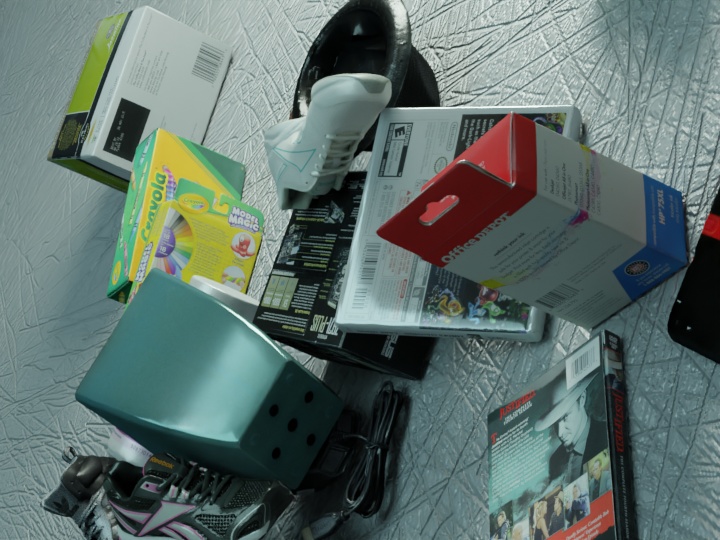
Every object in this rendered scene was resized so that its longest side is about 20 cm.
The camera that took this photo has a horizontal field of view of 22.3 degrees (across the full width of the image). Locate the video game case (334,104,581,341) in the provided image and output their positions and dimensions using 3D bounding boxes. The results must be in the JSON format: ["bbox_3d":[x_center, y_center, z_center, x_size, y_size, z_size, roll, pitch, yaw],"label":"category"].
[{"bbox_3d":[0.080,-0.041,1.494,0.180,0.023,0.202,2,68,29],"label":"video game case"}]

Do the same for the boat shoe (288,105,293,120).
[{"bbox_3d":[-0.031,-0.172,1.870,0.201,0.070,0.070,-62,21,-4],"label":"boat shoe"}]

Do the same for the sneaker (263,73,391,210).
[{"bbox_3d":[-0.025,-0.114,1.619,0.200,0.070,0.081,141,128,-58],"label":"sneaker"}]

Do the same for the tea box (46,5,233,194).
[{"bbox_3d":[-0.281,-0.210,2.309,0.196,0.133,0.202,7,76,63],"label":"tea box"}]

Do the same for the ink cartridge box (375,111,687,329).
[{"bbox_3d":[0.122,-0.040,1.308,0.116,0.199,0.068,-38,38,45],"label":"ink cartridge box"}]

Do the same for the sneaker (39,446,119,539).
[{"bbox_3d":[-0.286,0.276,1.955,0.076,0.113,0.201,-49,31,34],"label":"sneaker"}]

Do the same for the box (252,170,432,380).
[{"bbox_3d":[0.000,0.000,1.646,0.200,0.086,0.165,5,73,63],"label":"box"}]

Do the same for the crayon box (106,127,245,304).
[{"bbox_3d":[-0.205,-0.045,2.047,0.058,0.118,0.202,-32,43,50],"label":"crayon box"}]

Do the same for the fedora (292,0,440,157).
[{"bbox_3d":[0.017,-0.171,1.742,0.200,0.091,0.202,-38,42,43],"label":"fedora"}]

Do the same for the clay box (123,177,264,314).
[{"bbox_3d":[-0.182,0.014,1.961,0.047,0.114,0.202,-12,58,61],"label":"clay box"}]

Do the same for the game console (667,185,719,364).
[{"bbox_3d":[0.284,-0.012,1.175,0.200,0.031,0.178,31,103,65],"label":"game console"}]

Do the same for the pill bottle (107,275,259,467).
[{"bbox_3d":[-0.172,0.113,1.866,0.202,0.112,0.112,-67,26,3],"label":"pill bottle"}]

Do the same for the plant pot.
[{"bbox_3d":[-0.121,0.111,1.637,0.199,0.141,0.142,17,71,46],"label":"plant pot"}]

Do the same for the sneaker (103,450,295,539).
[{"bbox_3d":[-0.153,0.199,1.582,0.199,0.087,0.080,-12,26,35],"label":"sneaker"}]

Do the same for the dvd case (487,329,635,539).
[{"bbox_3d":[0.142,0.160,1.318,0.146,0.022,0.201,-43,36,42],"label":"dvd case"}]

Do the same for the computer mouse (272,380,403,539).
[{"bbox_3d":[-0.034,0.186,1.614,0.199,0.046,0.141,-23,42,42],"label":"computer mouse"}]
